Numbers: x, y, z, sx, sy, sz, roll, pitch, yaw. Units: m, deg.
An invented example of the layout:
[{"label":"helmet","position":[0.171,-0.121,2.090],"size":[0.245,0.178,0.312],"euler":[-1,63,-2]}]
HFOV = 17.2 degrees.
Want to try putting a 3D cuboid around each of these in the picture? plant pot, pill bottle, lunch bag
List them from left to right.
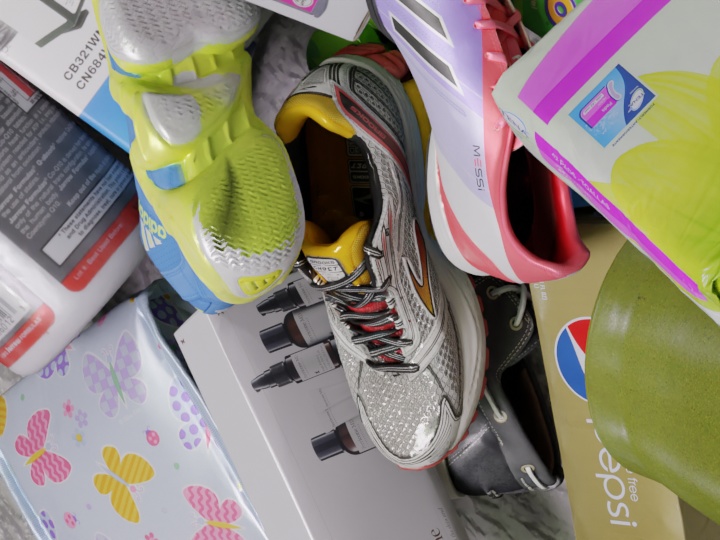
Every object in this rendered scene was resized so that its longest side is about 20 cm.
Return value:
[{"label":"pill bottle","position":[-0.203,-0.052,1.179],"size":[0.200,0.116,0.116],"euler":[42,131,-8]},{"label":"lunch bag","position":[-0.083,0.117,1.279],"size":[0.170,0.127,0.200],"euler":[-37,79,40]},{"label":"plant pot","position":[0.206,0.045,1.009],"size":[0.193,0.200,0.200],"euler":[16,120,44]}]

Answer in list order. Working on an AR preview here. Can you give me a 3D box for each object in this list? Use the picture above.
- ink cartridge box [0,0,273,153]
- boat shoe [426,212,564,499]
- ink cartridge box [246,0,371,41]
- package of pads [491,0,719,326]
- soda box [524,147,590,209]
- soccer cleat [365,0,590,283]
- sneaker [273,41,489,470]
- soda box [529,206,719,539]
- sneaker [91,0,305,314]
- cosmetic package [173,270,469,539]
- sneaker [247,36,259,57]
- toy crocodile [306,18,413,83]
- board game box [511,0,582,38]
[{"label":"ink cartridge box","position":[-0.137,-0.165,1.137],"size":[0.200,0.084,0.146],"euler":[35,94,-9]},{"label":"boat shoe","position":[0.061,0.020,1.175],"size":[0.068,0.072,0.200],"euler":[-1,112,23]},{"label":"ink cartridge box","position":[-0.081,-0.178,1.057],"size":[0.200,0.095,0.037],"euler":[19,143,-10]},{"label":"package of pads","position":[0.174,-0.084,0.937],"size":[0.200,0.068,0.155],"euler":[-44,51,1]},{"label":"soda box","position":[0.133,-0.072,1.075],"size":[0.200,0.064,0.068],"euler":[-6,107,38]},{"label":"soccer cleat","position":[0.054,-0.088,1.031],"size":[0.073,0.068,0.200],"euler":[16,125,54]},{"label":"sneaker","position":[0.000,0.000,1.103],"size":[0.078,0.082,0.200],"euler":[-7,104,33]},{"label":"soda box","position":[0.134,0.059,1.133],"size":[0.064,0.068,0.200],"euler":[1,112,36]},{"label":"sneaker","position":[-0.085,-0.070,1.079],"size":[0.105,0.076,0.200],"euler":[127,134,-59]},{"label":"cosmetic package","position":[-0.011,0.100,1.176],"size":[0.200,0.083,0.051],"euler":[64,153,9]},{"label":"sneaker","position":[-0.149,-0.144,1.242],"size":[0.199,0.115,0.081],"euler":[27,94,-10]},{"label":"toy crocodile","position":[0.000,-0.074,1.170],"size":[0.062,0.068,0.200],"euler":[39,129,15]},{"label":"board game box","position":[0.065,-0.169,1.063],"size":[0.200,0.030,0.096],"euler":[42,134,43]}]
